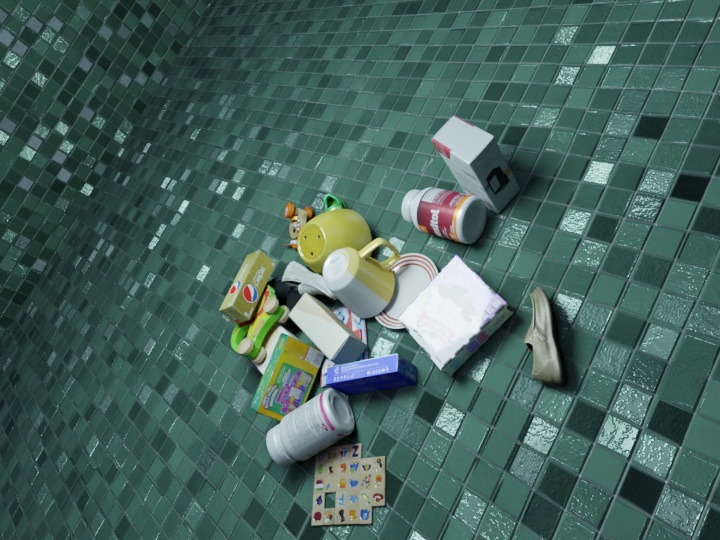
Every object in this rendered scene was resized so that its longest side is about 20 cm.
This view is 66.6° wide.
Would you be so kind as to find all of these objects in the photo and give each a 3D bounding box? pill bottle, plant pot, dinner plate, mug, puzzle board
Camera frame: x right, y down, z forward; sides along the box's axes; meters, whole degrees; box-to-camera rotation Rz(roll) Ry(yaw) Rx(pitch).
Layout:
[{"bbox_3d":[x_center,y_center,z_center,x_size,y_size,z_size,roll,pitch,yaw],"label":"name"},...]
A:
[{"bbox_3d":[-0.121,0.376,1.299,0.198,0.113,0.115,-34,49,17],"label":"pill bottle"},{"bbox_3d":[-0.088,-0.070,1.464,0.197,0.141,0.205,-1,88,37],"label":"plant pot"},{"bbox_3d":[0.112,0.052,1.366,0.197,0.024,0.204,-18,55,28],"label":"dinner plate"},{"bbox_3d":[-0.008,0.003,1.368,0.148,0.152,0.189,17,77,47],"label":"mug"},{"bbox_3d":[0.200,-0.140,1.346,0.198,0.113,0.114,20,78,44],"label":"pill bottle"},{"bbox_3d":[-0.047,0.186,1.419,0.149,0.017,0.203,-23,53,26],"label":"puzzle board"}]

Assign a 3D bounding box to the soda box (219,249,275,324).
[{"bbox_3d":[-0.311,0.043,1.518,0.063,0.068,0.202,-19,39,39],"label":"soda box"}]

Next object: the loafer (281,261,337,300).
[{"bbox_3d":[-0.134,0.041,1.470,0.198,0.070,0.070,25,76,40],"label":"loafer"}]

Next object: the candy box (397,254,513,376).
[{"bbox_3d":[0.207,0.099,1.214,0.200,0.071,0.168,-47,55,7],"label":"candy box"}]

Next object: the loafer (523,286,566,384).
[{"bbox_3d":[0.358,0.128,1.091,0.066,0.076,0.204,-15,57,23],"label":"loafer"}]

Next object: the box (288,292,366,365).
[{"bbox_3d":[-0.085,0.152,1.383,0.078,0.095,0.199,-52,52,1],"label":"box"}]

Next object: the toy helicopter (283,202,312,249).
[{"bbox_3d":[-0.181,-0.113,1.648,0.200,0.077,0.135,46,122,58],"label":"toy helicopter"}]

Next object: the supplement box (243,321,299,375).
[{"bbox_3d":[-0.246,0.209,1.520,0.127,0.073,0.199,-52,45,-3],"label":"supplement box"}]

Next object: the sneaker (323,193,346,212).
[{"bbox_3d":[-0.065,-0.145,1.577,0.074,0.083,0.202,-39,48,12],"label":"sneaker"}]

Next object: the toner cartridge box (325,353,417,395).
[{"bbox_3d":[0.024,0.245,1.274,0.197,0.095,0.044,-16,55,30],"label":"toner cartridge box"}]

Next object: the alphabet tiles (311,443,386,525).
[{"bbox_3d":[-0.027,0.481,1.239,0.197,0.008,0.170,-17,56,30],"label":"alphabet tiles"}]

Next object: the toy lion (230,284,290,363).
[{"bbox_3d":[-0.294,0.134,1.516,0.190,0.069,0.202,15,70,49],"label":"toy lion"}]

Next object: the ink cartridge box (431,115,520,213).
[{"bbox_3d":[0.273,-0.248,1.290,0.083,0.200,0.146,-46,46,2],"label":"ink cartridge box"}]

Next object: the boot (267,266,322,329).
[{"bbox_3d":[-0.197,0.091,1.554,0.195,0.073,0.165,-25,51,19],"label":"boot"}]

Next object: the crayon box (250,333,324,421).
[{"bbox_3d":[-0.184,0.277,1.390,0.058,0.118,0.203,-1,64,61],"label":"crayon box"}]
